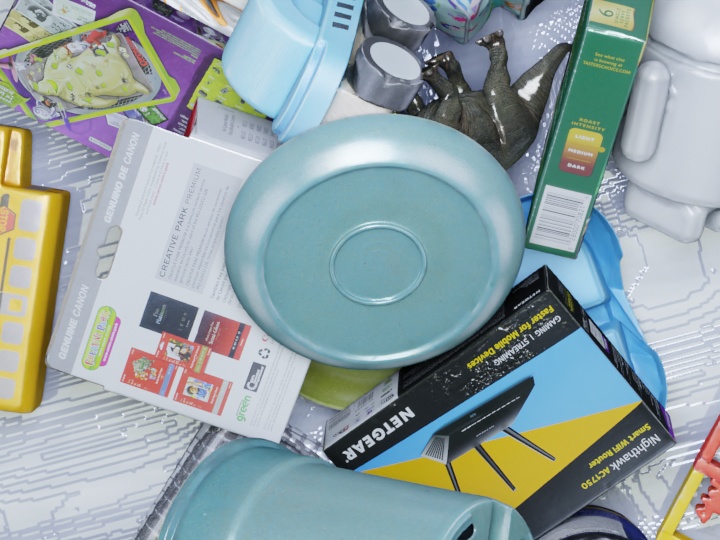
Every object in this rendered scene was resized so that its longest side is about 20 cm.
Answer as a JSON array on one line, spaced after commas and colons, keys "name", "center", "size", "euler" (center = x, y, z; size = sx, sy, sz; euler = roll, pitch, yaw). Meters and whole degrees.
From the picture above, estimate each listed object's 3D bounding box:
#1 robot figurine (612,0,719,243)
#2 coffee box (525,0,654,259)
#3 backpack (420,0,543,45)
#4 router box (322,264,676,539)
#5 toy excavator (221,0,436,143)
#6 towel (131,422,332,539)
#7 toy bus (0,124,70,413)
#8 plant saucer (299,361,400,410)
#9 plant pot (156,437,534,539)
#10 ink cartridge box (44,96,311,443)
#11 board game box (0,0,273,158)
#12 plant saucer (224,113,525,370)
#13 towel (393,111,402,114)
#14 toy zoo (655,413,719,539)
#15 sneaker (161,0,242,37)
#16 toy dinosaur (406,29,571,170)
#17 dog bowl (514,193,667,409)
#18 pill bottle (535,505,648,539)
[{"name": "robot figurine", "center": [0.240, -0.122, 1.565], "size": [0.113, 0.169, 0.201], "euler": [28, 120, 32]}, {"name": "coffee box", "center": [0.156, -0.118, 1.520], "size": [0.044, 0.123, 0.201], "euler": [14, 133, 2]}, {"name": "backpack", "center": [0.055, -0.260, 1.549], "size": [0.151, 0.178, 0.200], "euler": [-44, 87, -3]}, {"name": "router box", "center": [0.096, 0.112, 1.575], "size": [0.200, 0.051, 0.149], "euler": [-37, 107, 16]}, {"name": "toy excavator", "center": [-0.059, -0.172, 1.501], "size": [0.199, 0.195, 0.100], "euler": [25, 127, -11]}, {"name": "towel", "center": [-0.081, 0.210, 1.630], "size": [0.165, 0.086, 0.201], "euler": [32, 94, -1]}, {"name": "toy bus", "center": [-0.258, -0.003, 1.632], "size": [0.078, 0.065, 0.201], "euler": [9, 94, 1]}, {"name": "plant saucer", "center": [0.000, 0.000, 1.617], "size": [0.199, 0.031, 0.201], "euler": [3, 99, 21]}, {"name": "plant pot", "center": [0.001, 0.213, 1.460], "size": [0.195, 0.200, 0.201], "euler": [0, 94, 35]}, {"name": "ink cartridge box", "center": [-0.105, -0.006, 1.554], "size": [0.175, 0.084, 0.201], "euler": [19, 111, -8]}, {"name": "board game box", "center": [-0.154, -0.130, 1.562], "size": [0.199, 0.032, 0.120], "euler": [27, 116, -13]}, {"name": "plant saucer", "center": [0.011, -0.010, 1.478], "size": [0.199, 0.027, 0.201], "euler": [-3, 125, -4]}, {"name": "towel", "center": [-0.068, -0.149, 1.638], "size": [0.199, 0.023, 0.145], "euler": [-7, 94, 3]}, {"name": "toy zoo", "center": [0.301, 0.164, 1.631], "size": [0.131, 0.020, 0.201], "euler": [27, 102, 3]}, {"name": "sneaker", "center": [-0.139, -0.168, 1.594], "size": [0.199, 0.076, 0.092], "euler": [31, 99, 2]}, {"name": "toy dinosaur", "center": [0.077, -0.102, 1.563], "size": [0.077, 0.200, 0.103], "euler": [-13, 102, 46]}, {"name": "dog bowl", "center": [0.148, 0.041, 1.628], "size": [0.111, 0.050, 0.201], "euler": [-20, 92, 3]}, {"name": "pill bottle", "center": [0.160, 0.231, 1.564], "size": [0.111, 0.200, 0.113], "euler": [0, 94, 2]}]
